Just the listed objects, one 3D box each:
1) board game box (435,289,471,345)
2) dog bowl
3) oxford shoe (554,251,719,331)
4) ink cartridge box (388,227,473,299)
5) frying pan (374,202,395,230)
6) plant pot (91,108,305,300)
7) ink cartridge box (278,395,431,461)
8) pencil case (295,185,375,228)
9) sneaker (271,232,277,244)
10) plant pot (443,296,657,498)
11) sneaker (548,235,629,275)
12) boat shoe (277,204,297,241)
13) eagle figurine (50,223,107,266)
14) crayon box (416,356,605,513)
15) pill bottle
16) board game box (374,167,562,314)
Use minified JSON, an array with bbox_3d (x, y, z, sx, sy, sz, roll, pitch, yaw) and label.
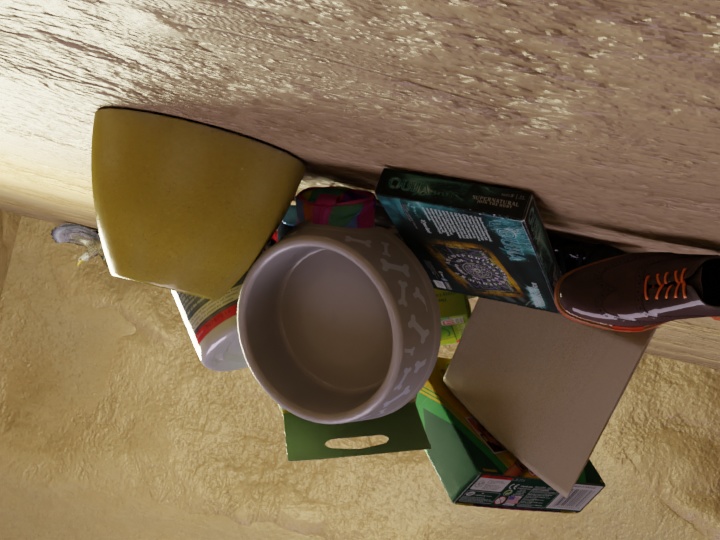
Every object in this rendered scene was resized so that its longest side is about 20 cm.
[{"bbox_3d":[0.025,0.060,1.332,0.199,0.048,0.102,-10,160,8],"label":"board game box"},{"bbox_3d":[-0.027,0.050,1.080,0.200,0.201,0.059,12,-163,27],"label":"dog bowl"},{"bbox_3d":[0.266,0.011,1.005,0.199,0.071,0.073,-5,166,12],"label":"oxford shoe"},{"bbox_3d":[0.029,0.007,1.321,0.199,0.044,0.174,-14,160,17],"label":"ink cartridge box"},{"bbox_3d":[0.010,-0.057,1.321,0.115,0.031,0.190,15,174,0],"label":"frying pan"},{"bbox_3d":[-0.163,-0.052,1.081,0.199,0.142,0.200,13,176,1],"label":"plant pot"},{"bbox_3d":[-0.013,0.126,1.203,0.145,0.048,0.200,-4,-163,-5],"label":"ink cartridge box"},{"bbox_3d":[-0.026,0.017,1.163,0.088,0.201,0.088,0,-168,0],"label":"pencil case"},{"bbox_3d":[-0.079,0.007,1.430,0.200,0.078,0.116,43,-165,-23],"label":"sneaker"},{"bbox_3d":[0.207,0.088,1.270,0.177,0.200,0.200,27,-156,14],"label":"plant pot"},{"bbox_3d":[0.166,-0.011,1.152,0.104,0.060,0.200,11,-178,-43],"label":"sneaker"},{"bbox_3d":[-0.032,-0.033,1.378,0.200,0.069,0.084,10,-168,-46],"label":"boat shoe"},{"bbox_3d":[-0.816,-0.081,3.523,0.200,0.151,0.152,42,136,9],"label":"eagle figurine"},{"bbox_3d":[0.154,0.183,1.311,0.200,0.058,0.173,13,-144,-38],"label":"crayon box"},{"bbox_3d":[-0.149,-0.006,1.240,0.119,0.200,0.120,-23,158,-10],"label":"pill bottle"},{"bbox_3d":[0.105,-0.022,1.042,0.135,0.028,0.200,12,160,23],"label":"board game box"}]
